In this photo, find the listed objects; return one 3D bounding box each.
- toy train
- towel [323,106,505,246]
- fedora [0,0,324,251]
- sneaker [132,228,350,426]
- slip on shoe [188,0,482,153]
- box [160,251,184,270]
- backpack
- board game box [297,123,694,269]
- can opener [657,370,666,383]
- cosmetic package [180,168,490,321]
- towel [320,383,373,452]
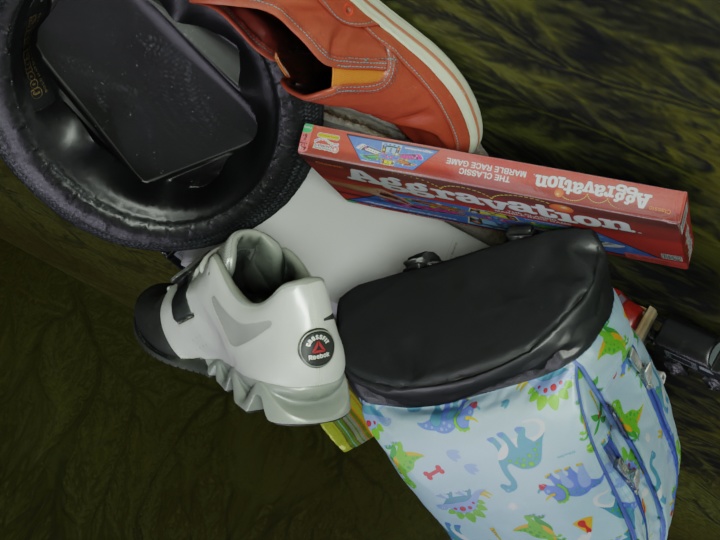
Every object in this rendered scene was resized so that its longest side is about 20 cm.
[{"bbox_3d":[0.162,0.029,0.960,0.199,0.034,0.046,24,165,29],"label":"toy train"},{"bbox_3d":[0.031,-0.059,0.899,0.132,0.035,0.200,26,169,25],"label":"towel"},{"bbox_3d":[-0.113,-0.113,0.791,0.200,0.201,0.092,33,-155,-20],"label":"fedora"},{"bbox_3d":[-0.067,0.016,0.803,0.074,0.089,0.200,-10,-164,-33],"label":"sneaker"},{"bbox_3d":[-0.012,-0.106,0.716,0.074,0.061,0.200,15,164,47],"label":"slip on shoe"},{"bbox_3d":[-0.150,-0.059,1.157,0.200,0.046,0.159,51,-177,31],"label":"box"},{"bbox_3d":[0.096,0.092,0.799,0.163,0.154,0.200,-14,141,26],"label":"backpack"},{"bbox_3d":[0.074,-0.039,0.765,0.199,0.020,0.103,12,170,17],"label":"board game box"},{"bbox_3d":[0.130,0.057,0.993,0.200,0.053,0.067,15,133,61],"label":"can opener"},{"bbox_3d":[0.000,0.000,0.911,0.200,0.085,0.108,28,167,-20],"label":"cosmetic package"},{"bbox_3d":[0.052,0.051,0.860,0.199,0.018,0.086,-23,129,24],"label":"towel"}]
